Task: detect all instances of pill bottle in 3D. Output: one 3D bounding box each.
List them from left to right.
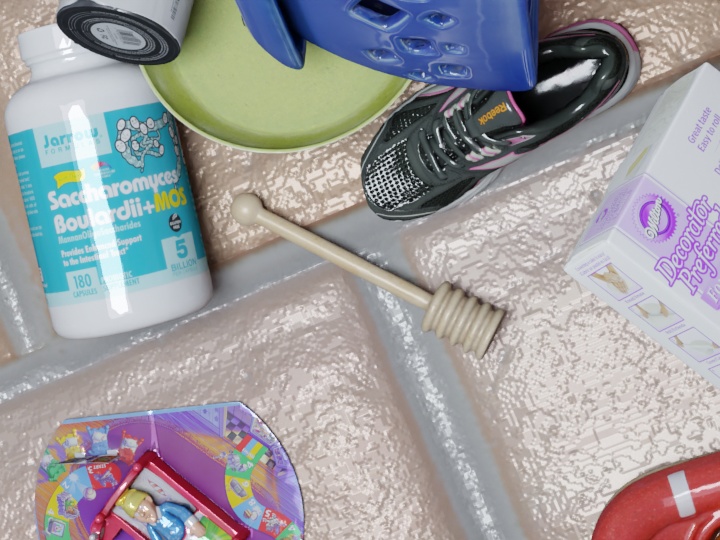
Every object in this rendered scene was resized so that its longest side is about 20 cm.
[{"bbox_3d":[-0.170,-0.062,1.040,0.110,0.111,0.202,-12,96,12],"label":"pill bottle"}]

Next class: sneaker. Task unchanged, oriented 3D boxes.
[{"bbox_3d":[0.081,-0.100,1.002,0.199,0.086,0.081,-34,89,13],"label":"sneaker"}]

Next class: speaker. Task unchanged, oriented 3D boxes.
[{"bbox_3d":[-0.127,-0.236,0.986,0.081,0.081,0.201,9,73,9],"label":"speaker"}]

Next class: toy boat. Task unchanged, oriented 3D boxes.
[{"bbox_3d":[0.240,0.185,0.989,0.199,0.131,0.131,-19,94,12],"label":"toy boat"}]

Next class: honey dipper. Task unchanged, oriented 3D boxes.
[{"bbox_3d":[0.000,0.000,1.057,0.199,0.038,0.038,26,101,8],"label":"honey dipper"}]

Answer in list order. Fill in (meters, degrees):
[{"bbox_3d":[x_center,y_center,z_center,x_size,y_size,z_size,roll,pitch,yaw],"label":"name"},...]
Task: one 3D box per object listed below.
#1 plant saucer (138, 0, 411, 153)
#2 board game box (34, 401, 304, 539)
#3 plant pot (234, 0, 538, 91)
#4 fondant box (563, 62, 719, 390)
[{"bbox_3d":[-0.048,-0.167,1.017,0.198,0.031,0.202,-2,76,7],"label":"plant saucer"},{"bbox_3d":[-0.140,0.179,1.103,0.198,0.039,0.159,-7,96,12],"label":"board game box"},{"bbox_3d":[0.011,-0.229,0.908,0.178,0.200,0.201,1,70,10],"label":"plant pot"},{"bbox_3d":[0.240,-0.005,0.947,0.199,0.058,0.145,36,65,-7],"label":"fondant box"}]
